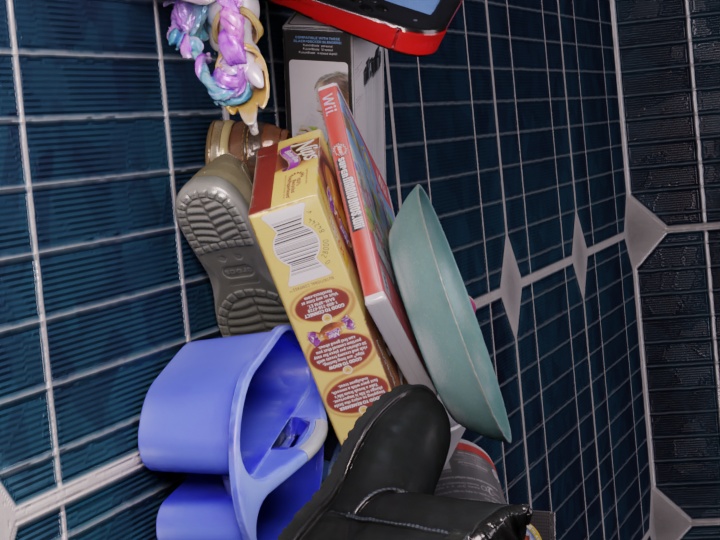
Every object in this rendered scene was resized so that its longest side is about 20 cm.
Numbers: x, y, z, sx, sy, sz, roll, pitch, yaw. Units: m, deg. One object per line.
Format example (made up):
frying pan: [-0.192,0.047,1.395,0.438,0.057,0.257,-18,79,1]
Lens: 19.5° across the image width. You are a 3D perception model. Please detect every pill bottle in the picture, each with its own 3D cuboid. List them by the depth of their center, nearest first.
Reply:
pill bottle: [0.085,0.255,1.880,0.200,0.115,0.116,-105,177,-49]

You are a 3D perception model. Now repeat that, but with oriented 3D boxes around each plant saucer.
plant saucer: [0.061,0.037,1.531,0.200,0.036,0.201,-19,90,-83]

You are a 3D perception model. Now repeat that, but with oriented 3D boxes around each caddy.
caddy: [-0.076,0.121,1.466,0.200,0.105,0.142,-56,140,-65]

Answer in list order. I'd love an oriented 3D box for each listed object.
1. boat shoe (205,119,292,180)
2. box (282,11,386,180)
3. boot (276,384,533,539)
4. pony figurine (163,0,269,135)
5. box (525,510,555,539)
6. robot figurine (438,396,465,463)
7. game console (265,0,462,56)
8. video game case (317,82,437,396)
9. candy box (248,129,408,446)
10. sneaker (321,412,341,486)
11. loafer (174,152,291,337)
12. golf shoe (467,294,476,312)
boat shoe: [-0.059,-0.052,1.639,0.200,0.067,0.072,59,31,-58]
box: [-0.020,-0.127,1.754,0.117,0.060,0.201,-62,154,-61]
boot: [0.045,0.161,1.397,0.198,0.162,0.074,-50,125,-31]
pony figurine: [-0.091,-0.219,1.474,0.200,0.166,0.194,-98,-179,-54]
box: [0.062,0.276,1.745,0.044,0.199,0.161,117,-23,-68]
robot figurine: [0.041,0.109,1.791,0.200,0.112,0.170,112,-23,-53]
game console: [-0.001,-0.243,1.719,0.200,0.176,0.031,-62,174,-62]
video game case: [0.013,-0.021,1.540,0.143,0.017,0.201,61,13,-53]
candy box: [-0.020,0.015,1.506,0.117,0.056,0.201,-88,158,-64]
sneaker: [-0.014,0.141,1.583,0.082,0.200,0.074,41,69,-23]
loafer: [-0.075,-0.006,1.558,0.070,0.075,0.200,-72,153,-44]
golf shoe: [0.000,0.000,1.666,0.200,0.075,0.092,24,30,-38]
